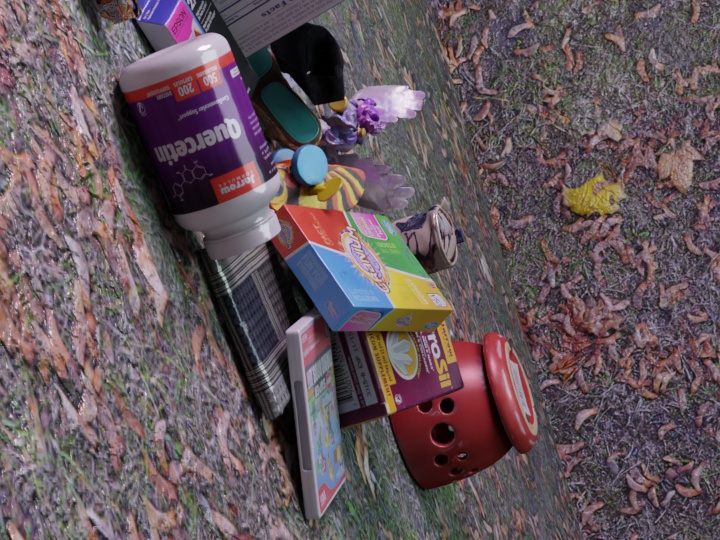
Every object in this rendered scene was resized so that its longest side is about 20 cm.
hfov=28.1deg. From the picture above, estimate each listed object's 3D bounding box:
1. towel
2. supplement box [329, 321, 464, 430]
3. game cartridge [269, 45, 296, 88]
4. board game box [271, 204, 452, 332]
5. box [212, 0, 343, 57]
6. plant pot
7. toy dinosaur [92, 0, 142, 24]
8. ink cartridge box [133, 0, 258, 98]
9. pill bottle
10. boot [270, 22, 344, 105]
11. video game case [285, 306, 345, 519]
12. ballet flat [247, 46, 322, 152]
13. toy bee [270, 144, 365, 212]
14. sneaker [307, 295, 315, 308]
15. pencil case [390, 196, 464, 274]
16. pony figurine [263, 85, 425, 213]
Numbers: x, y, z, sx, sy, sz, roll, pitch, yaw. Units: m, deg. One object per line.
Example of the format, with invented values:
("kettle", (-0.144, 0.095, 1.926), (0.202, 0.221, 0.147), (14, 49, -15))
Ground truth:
("towel", (-0.108, 0.044, 1.533), (0.200, 0.034, 0.194), (-48, 116, -73))
("supplement box", (0.024, 0.108, 1.710), (0.199, 0.102, 0.132), (-10, 81, -60))
("game cartridge", (-0.133, -0.293, 1.852), (0.200, 0.041, 0.135), (1, 75, -77))
("board game box", (0.000, 0.000, 1.626), (0.199, 0.040, 0.154), (3, 45, -55))
("box", (-0.123, -0.361, 1.588), (0.200, 0.183, 0.106), (42, 29, -47))
("plant pot", (0.146, 0.193, 2.055), (0.200, 0.181, 0.202), (-19, 90, -75))
("toy dinosaur", (-0.239, -0.339, 1.357), (0.136, 0.101, 0.202), (-33, 127, -60))
("ink cartridge box", (-0.178, -0.244, 1.528), (0.201, 0.037, 0.095), (57, 38, -37))
("pill bottle", (-0.147, -0.118, 1.382), (0.113, 0.111, 0.202), (-67, 137, -71))
("boot", (-0.080, -0.294, 1.726), (0.200, 0.065, 0.166), (-121, -172, -67))
("video game case", (-0.047, 0.150, 1.555), (0.143, 0.017, 0.202), (-40, 125, -76))
("ballet flat", (-0.120, -0.218, 1.721), (0.201, 0.070, 0.065), (57, -19, 7))
("toy bee", (-0.089, -0.093, 1.664), (0.131, 0.198, 0.110), (163, -59, -70))
("sneaker", (-0.033, 0.030, 1.795), (0.200, 0.075, 0.079), (53, 39, -49))
("pencil case", (0.030, -0.029, 1.846), (0.078, 0.198, 0.090), (49, 38, -44))
("pony figurine", (-0.027, -0.174, 1.836), (0.200, 0.191, 0.168), (28, 72, -70))
